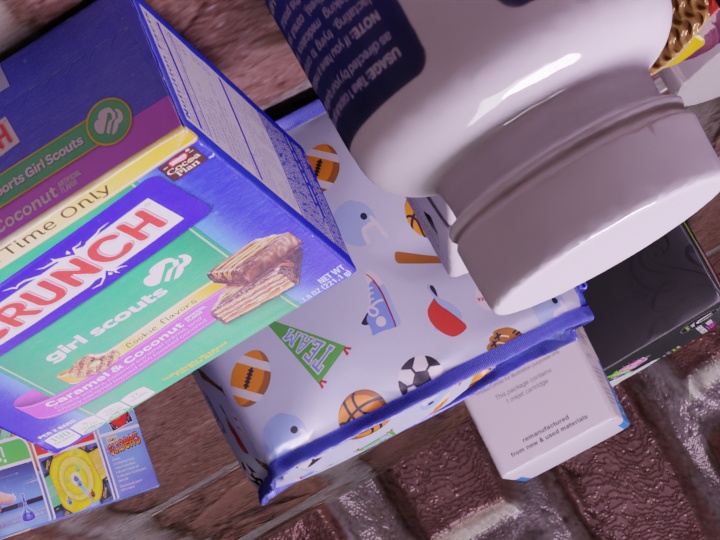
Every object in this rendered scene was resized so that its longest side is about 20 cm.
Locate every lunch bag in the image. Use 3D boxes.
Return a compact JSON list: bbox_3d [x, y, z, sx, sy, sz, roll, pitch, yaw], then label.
[{"bbox_3d":[0.000,0.000,1.324,0.199,0.171,0.124,-28,173,-12],"label":"lunch bag"}]

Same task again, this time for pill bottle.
[{"bbox_3d":[0.034,-0.093,0.857,0.119,0.201,0.120,-28,170,-5],"label":"pill bottle"}]

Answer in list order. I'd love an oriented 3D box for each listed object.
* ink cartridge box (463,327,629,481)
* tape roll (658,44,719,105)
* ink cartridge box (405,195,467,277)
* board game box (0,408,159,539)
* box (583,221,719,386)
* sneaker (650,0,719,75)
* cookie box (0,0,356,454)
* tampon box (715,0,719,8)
[{"bbox_3d":[0.087,0.025,1.624,0.084,0.201,0.146,-28,170,6],"label":"ink cartridge box"},{"bbox_3d":[0.281,-0.174,1.666,0.202,0.037,0.203,-30,171,-5],"label":"tape roll"},{"bbox_3d":[0.038,-0.093,1.038,0.084,0.147,0.200,-28,170,-2],"label":"ink cartridge box"},{"bbox_3d":[-0.180,0.058,1.189,0.034,0.136,0.200,-21,175,30],"label":"board game box"},{"bbox_3d":[0.159,0.015,1.932,0.199,0.149,0.124,-30,169,7],"label":"box"},{"bbox_3d":[0.213,-0.176,1.385,0.199,0.075,0.090,-29,-179,34],"label":"sneaker"},{"bbox_3d":[-0.116,-0.013,1.080,0.171,0.075,0.200,-31,156,9],"label":"cookie box"},{"bbox_3d":[0.236,-0.161,1.107,0.126,0.201,0.150,-21,166,-41],"label":"tampon box"}]
